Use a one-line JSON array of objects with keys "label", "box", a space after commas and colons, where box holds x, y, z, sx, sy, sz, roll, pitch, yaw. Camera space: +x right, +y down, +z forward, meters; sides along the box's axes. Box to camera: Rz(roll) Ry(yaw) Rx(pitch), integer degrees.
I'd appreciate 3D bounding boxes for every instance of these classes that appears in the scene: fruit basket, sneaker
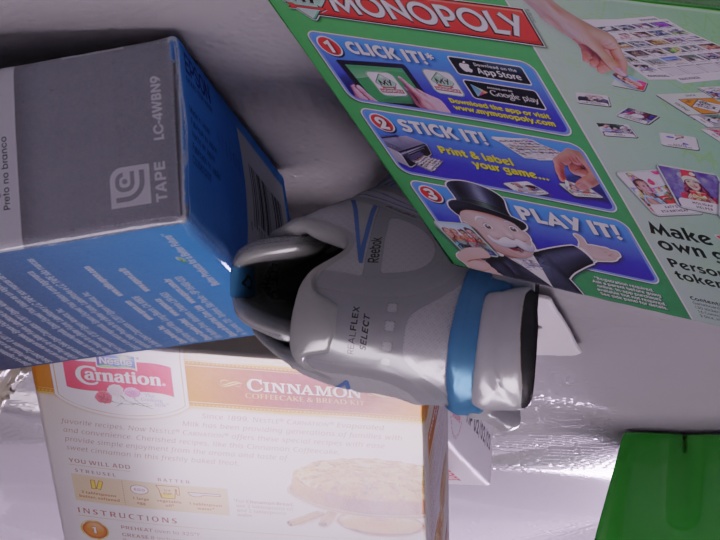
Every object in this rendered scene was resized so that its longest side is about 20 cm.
[{"label": "fruit basket", "box": [0.228, 0.201, 1.220, 0.214, 0.217, 0.156, 0, 165, 12]}, {"label": "sneaker", "box": [0.000, 0.000, 0.700, 0.086, 0.075, 0.200, 5, -175, -7]}]

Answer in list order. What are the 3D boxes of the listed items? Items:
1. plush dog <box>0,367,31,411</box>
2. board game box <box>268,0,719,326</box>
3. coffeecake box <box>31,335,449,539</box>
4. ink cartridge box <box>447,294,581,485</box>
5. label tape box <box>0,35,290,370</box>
[{"label": "plush dog", "box": [-0.213, 0.041, 0.879, 0.171, 0.161, 0.200, -18, 170, -14]}, {"label": "board game box", "box": [0.078, -0.032, 0.510, 0.199, 0.029, 0.135, 14, 152, 39]}, {"label": "coffeecake box", "box": [-0.043, 0.079, 0.884, 0.153, 0.073, 0.201, 4, 133, 7]}, {"label": "ink cartridge box", "box": [-0.005, 0.055, 0.982, 0.199, 0.068, 0.115, -1, 164, 14]}, {"label": "label tape box", "box": [-0.134, -0.011, 0.722, 0.199, 0.067, 0.143, -7, 164, 10]}]
